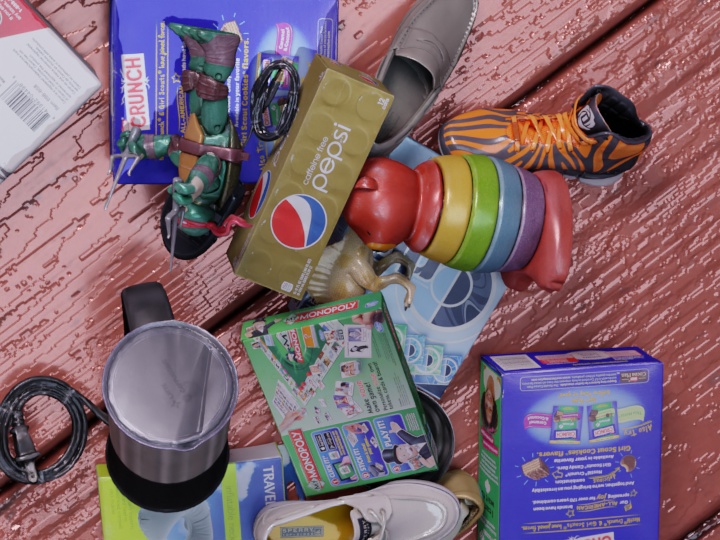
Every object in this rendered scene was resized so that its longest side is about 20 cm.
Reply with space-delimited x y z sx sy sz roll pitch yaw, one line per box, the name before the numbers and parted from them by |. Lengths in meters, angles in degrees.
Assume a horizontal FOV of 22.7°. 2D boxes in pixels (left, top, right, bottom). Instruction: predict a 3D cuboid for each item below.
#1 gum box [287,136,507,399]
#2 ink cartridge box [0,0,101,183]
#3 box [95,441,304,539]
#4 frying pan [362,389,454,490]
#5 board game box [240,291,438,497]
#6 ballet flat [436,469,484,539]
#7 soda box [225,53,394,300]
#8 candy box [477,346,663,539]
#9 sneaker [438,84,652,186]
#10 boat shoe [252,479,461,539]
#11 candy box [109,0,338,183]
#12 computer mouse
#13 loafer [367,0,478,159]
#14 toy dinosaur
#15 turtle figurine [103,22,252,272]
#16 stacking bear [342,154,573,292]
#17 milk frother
gum box | 0.054 -0.006 1.703 0.169 0.045 0.201 30 96 -16
ink cartridge box | -0.348 -0.150 1.568 0.200 0.084 0.144 -43 107 0
box | -0.148 0.236 1.714 0.198 0.048 0.123 -6 104 -9
frying pan | 0.000 0.149 1.731 0.189 0.031 0.116 21 107 0
board game box | -0.017 0.118 1.664 0.134 0.029 0.201 -12 125 11
ballet flat | 0.036 0.269 1.747 0.200 0.063 0.069 -40 117 -1
soda box | -0.046 -0.082 1.566 0.067 0.064 0.201 21 103 -17
candy box | 0.205 0.183 1.759 0.168 0.077 0.202 -2 102 -12
sneaker | 0.177 -0.133 1.657 0.199 0.112 0.078 0 69 -18
boat shoe | 0.000 0.239 1.678 0.198 0.070 0.071 -3 94 -8
candy box | -0.125 -0.168 1.606 0.198 0.077 0.170 -1 106 -12
computer mouse | -0.111 -0.095 1.564 0.059 0.034 0.200 38 103 9
loafer | 0.053 -0.183 1.634 0.070 0.070 0.201 34 76 -16
toy dinosaur | 0.000 0.000 1.641 0.100 0.058 0.201 18 98 -11
turtle figurine | -0.145 -0.104 1.507 0.100 0.149 0.202 5 98 -36
stacking bear | 0.078 -0.051 1.606 0.199 0.121 0.115 9 87 -19
milk frother | -0.221 0.129 1.590 0.199 0.188 0.181 -29 72 -18
